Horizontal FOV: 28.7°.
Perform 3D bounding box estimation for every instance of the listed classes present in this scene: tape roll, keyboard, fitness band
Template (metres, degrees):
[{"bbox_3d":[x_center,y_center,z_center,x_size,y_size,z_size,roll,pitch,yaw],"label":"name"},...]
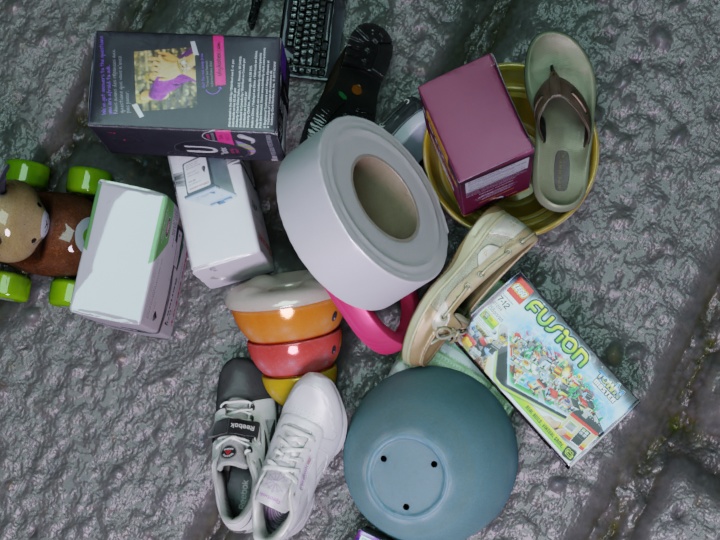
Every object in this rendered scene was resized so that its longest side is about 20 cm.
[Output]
[{"bbox_3d":[0.005,-0.062,1.511,0.071,0.202,0.204,-32,79,34],"label":"tape roll"},{"bbox_3d":[-0.080,-0.332,1.701,0.125,0.021,0.203,6,82,6],"label":"keyboard"},{"bbox_3d":[0.000,0.000,1.573,0.037,0.144,0.201,-26,108,28],"label":"fitness band"}]

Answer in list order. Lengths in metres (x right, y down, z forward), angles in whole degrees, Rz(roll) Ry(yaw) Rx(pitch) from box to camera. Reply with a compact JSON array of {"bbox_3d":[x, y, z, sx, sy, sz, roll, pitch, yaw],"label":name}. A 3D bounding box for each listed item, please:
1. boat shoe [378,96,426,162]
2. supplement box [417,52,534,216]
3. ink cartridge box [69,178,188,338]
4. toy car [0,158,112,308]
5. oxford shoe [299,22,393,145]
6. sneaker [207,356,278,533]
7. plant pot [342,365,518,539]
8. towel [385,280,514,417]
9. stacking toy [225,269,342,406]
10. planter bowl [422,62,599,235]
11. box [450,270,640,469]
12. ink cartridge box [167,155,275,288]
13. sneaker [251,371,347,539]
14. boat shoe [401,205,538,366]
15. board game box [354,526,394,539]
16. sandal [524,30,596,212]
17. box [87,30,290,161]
[{"bbox_3d":[0.008,-0.127,1.644,0.200,0.070,0.066,-45,53,8],"label":"boat shoe"},{"bbox_3d":[0.123,-0.138,1.478,0.085,0.200,0.111,-23,81,2],"label":"supplement box"},{"bbox_3d":[-0.253,-0.007,1.583,0.083,0.200,0.148,11,84,4],"label":"ink cartridge box"},{"bbox_3d":[-0.378,-0.053,1.599,0.156,0.200,0.166,7,83,6],"label":"toy car"},{"bbox_3d":[-0.020,-0.184,1.642,0.072,0.084,0.201,29,70,-8],"label":"oxford shoe"},{"bbox_3d":[-0.135,0.196,1.600,0.073,0.089,0.203,-5,80,6],"label":"sneaker"},{"bbox_3d":[0.065,0.212,1.531,0.198,0.135,0.203,1,94,14],"label":"plant pot"},{"bbox_3d":[0.124,0.103,1.616,0.148,0.031,0.201,29,86,8],"label":"towel"},{"bbox_3d":[-0.070,0.105,1.605,0.144,0.146,0.203,-8,100,4],"label":"stacking toy"},{"bbox_3d":[0.173,-0.130,1.616,0.198,0.083,0.203,-1,82,6],"label":"planter bowl"},{"bbox_3d":[0.206,0.111,1.578,0.110,0.035,0.200,-42,78,-4],"label":"box"},{"bbox_3d":[-0.165,-0.095,1.612,0.085,0.146,0.202,-15,81,1],"label":"ink cartridge box"},{"bbox_3d":[-0.069,0.212,1.533,0.074,0.100,0.202,18,102,12],"label":"sneaker"},{"bbox_3d":[0.116,0.028,1.540,0.063,0.073,0.202,36,96,19],"label":"boat shoe"},{"bbox_3d":[0.006,0.397,1.548,0.102,0.105,0.202,23,84,9],"label":"board game box"},{"bbox_3d":[0.223,-0.167,1.545,0.079,0.057,0.204,-3,81,5],"label":"sandal"},{"bbox_3d":[-0.178,-0.183,1.489,0.197,0.122,0.107,3,81,2],"label":"box"}]
